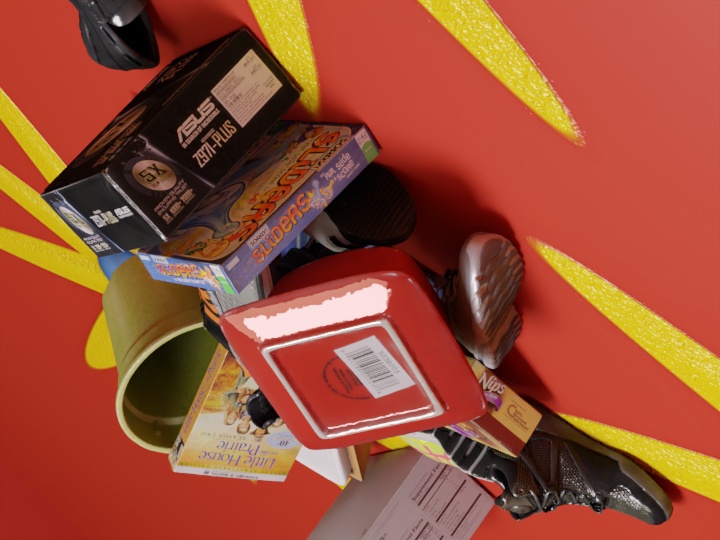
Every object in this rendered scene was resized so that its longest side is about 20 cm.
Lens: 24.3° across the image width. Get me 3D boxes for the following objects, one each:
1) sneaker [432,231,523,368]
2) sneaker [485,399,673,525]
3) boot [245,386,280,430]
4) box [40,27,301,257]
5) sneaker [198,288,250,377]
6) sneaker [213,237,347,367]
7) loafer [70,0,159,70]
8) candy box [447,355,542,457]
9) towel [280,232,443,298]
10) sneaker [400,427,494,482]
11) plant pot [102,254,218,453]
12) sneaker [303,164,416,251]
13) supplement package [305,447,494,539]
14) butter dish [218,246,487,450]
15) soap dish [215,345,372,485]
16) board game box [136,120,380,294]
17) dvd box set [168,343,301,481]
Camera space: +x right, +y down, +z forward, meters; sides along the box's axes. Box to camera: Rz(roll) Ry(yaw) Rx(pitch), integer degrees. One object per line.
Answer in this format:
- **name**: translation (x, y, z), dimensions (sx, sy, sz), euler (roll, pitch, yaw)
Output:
- **sneaker**: translation (0.099, 0.025, 1.547), dimensions (0.082, 0.075, 0.200), euler (28, 155, 19)
- **sneaker**: translation (0.212, 0.224, 1.696), dimensions (0.199, 0.114, 0.076), euler (29, 157, 17)
- **boot**: translation (-0.065, 0.118, 1.707), dimensions (0.070, 0.132, 0.200), euler (51, 154, 12)
- **box**: translation (-0.176, -0.116, 1.540), dimensions (0.086, 0.200, 0.164), euler (48, 155, -17)
- **sneaker**: translation (-0.150, 0.027, 1.760), dimensions (0.090, 0.070, 0.200), euler (-34, 91, 42)
- **sneaker**: translation (-0.069, -0.001, 1.620), dimensions (0.077, 0.146, 0.202), euler (38, 155, 23)
- **loafer**: translation (-0.230, -0.256, 1.530), dimensions (0.070, 0.068, 0.201), euler (15, 152, 17)
- **candy box**: translation (0.079, 0.118, 1.716), dimensions (0.117, 0.057, 0.200), euler (40, 169, -33)
- **towel**: translation (0.000, 0.000, 1.724), dimensions (0.200, 0.024, 0.145), euler (30, 153, 15)
- **sneaker**: translation (0.112, 0.183, 1.830), dimensions (0.200, 0.078, 0.090), euler (27, 165, 35)
- **plant pot**: translation (-0.213, 0.077, 1.941), dimensions (0.184, 0.200, 0.201), euler (57, 174, 44)
- **sneaker**: translation (-0.006, -0.053, 1.580), dimensions (0.200, 0.074, 0.089), euler (23, 158, 48)
- **supplement package**: translation (0.043, 0.310, 2.038), dimensions (0.111, 0.156, 0.200), euler (43, 156, -11)
- **butter dish**: translation (0.003, 0.049, 1.535), dimensions (0.199, 0.148, 0.200), euler (-14, 129, 24)
- **soap dish**: translation (-0.076, 0.164, 2.044), dimensions (0.200, 0.081, 0.157), euler (28, 154, 23)
- **board game box**: translation (-0.092, -0.061, 1.516), dimensions (0.135, 0.200, 0.034), euler (8, 136, 49)
- **dvd box set**: translation (-0.118, 0.154, 1.898), dimensions (0.146, 0.200, 0.029), euler (10, -147, -28)
